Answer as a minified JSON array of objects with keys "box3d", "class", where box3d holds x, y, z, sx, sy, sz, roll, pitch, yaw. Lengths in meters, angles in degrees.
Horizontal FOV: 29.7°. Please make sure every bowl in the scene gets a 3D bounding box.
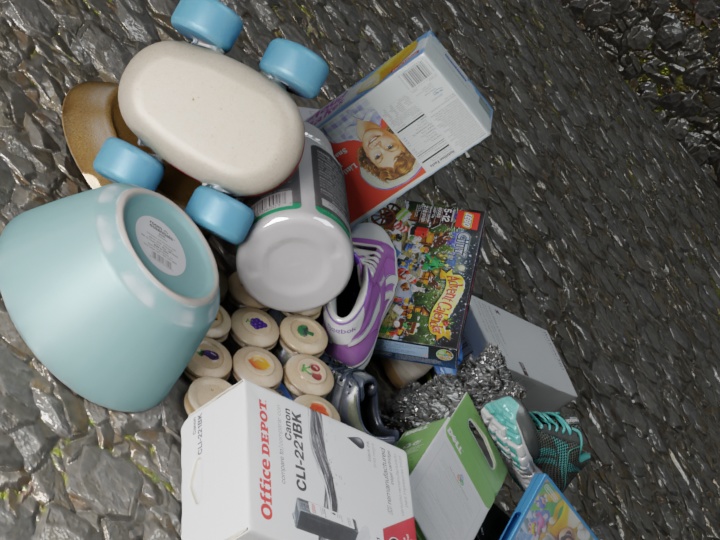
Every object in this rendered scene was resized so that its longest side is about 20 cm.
[{"box3d":[-0.194,0.007,1.142,0.201,0.105,0.201,42,28,-28],"class":"bowl"}]

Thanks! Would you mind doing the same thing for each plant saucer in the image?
[{"box3d":[-0.209,-0.115,1.351,0.200,0.035,0.201,41,28,-27],"class":"plant saucer"}]

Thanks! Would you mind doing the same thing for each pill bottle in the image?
[{"box3d":[-0.067,-0.060,1.335,0.113,0.113,0.200,41,23,-27],"class":"pill bottle"}]

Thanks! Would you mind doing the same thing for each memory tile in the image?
[{"box3d":[-0.097,0.072,1.266,0.152,0.017,0.201,11,43,-21],"class":"memory tile"}]

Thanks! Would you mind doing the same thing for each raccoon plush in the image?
[{"box3d":[0.095,0.154,1.439,0.097,0.134,0.200,55,24,-1],"class":"raccoon plush"}]

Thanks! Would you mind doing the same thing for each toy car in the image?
[{"box3d":[-0.139,-0.134,1.290,0.176,0.185,0.200,27,-4,-3],"class":"toy car"}]

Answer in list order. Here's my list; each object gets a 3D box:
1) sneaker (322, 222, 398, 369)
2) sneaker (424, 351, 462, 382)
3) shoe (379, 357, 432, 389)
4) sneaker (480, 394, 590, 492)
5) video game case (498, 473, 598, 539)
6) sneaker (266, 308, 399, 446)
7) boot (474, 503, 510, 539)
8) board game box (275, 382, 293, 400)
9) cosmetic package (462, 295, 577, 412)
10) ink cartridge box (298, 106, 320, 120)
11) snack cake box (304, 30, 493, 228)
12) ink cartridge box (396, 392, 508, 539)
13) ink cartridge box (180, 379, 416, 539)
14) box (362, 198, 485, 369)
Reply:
[{"box3d":[0.001,0.000,1.413,0.115,0.072,0.201,87,8,-46],"class":"sneaker"},{"box3d":[0.098,0.075,1.596,0.066,0.078,0.201,94,-24,-61],"class":"sneaker"},{"box3d":[0.025,0.038,1.559,0.070,0.053,0.201,4,55,-60],"class":"shoe"},{"box3d":[0.192,0.177,1.446,0.078,0.091,0.200,45,-9,38],"class":"sneaker"},{"box3d":[0.178,0.329,1.377,0.143,0.018,0.200,51,55,-24],"class":"video game case"},{"box3d":[-0.029,0.110,1.336,0.201,0.081,0.074,57,24,5],"class":"sneaker"},{"box3d":[0.159,0.289,1.474,0.162,0.073,0.199,40,26,-17],"class":"boot"},{"box3d":[-0.056,0.190,1.262,0.201,0.019,0.103,57,26,3],"class":"board game box"},{"box3d":[0.177,0.115,1.704,0.200,0.081,0.113,20,40,-50],"class":"cosmetic package"},{"box3d":[-0.082,-0.114,1.528,0.137,0.076,0.200,62,23,11],"class":"ink cartridge box"},{"box3d":[0.029,-0.146,1.442,0.115,0.199,0.067,48,26,-19],"class":"snack cake box"},{"box3d":[0.074,0.217,1.342,0.104,0.059,0.200,61,31,-11],"class":"ink cartridge box"},{"box3d":[-0.050,0.200,1.153,0.199,0.084,0.145,28,41,-35],"class":"ink cartridge box"},{"box3d":[0.057,0.009,1.503,0.038,0.136,0.201,87,14,-50],"class":"box"}]
